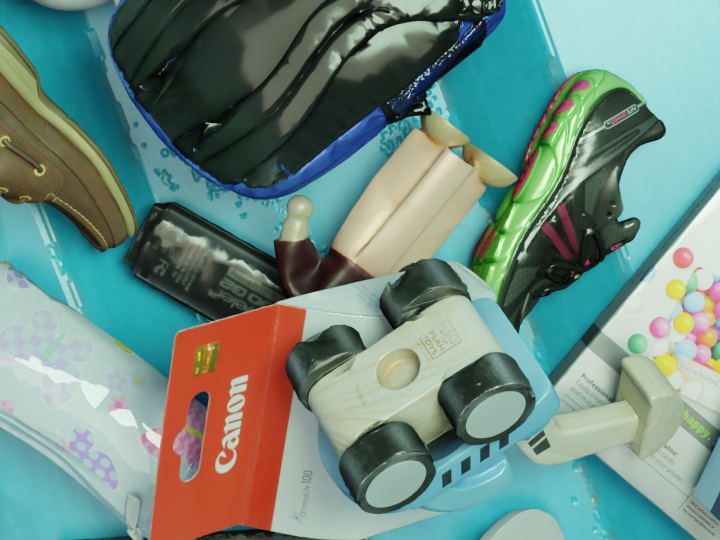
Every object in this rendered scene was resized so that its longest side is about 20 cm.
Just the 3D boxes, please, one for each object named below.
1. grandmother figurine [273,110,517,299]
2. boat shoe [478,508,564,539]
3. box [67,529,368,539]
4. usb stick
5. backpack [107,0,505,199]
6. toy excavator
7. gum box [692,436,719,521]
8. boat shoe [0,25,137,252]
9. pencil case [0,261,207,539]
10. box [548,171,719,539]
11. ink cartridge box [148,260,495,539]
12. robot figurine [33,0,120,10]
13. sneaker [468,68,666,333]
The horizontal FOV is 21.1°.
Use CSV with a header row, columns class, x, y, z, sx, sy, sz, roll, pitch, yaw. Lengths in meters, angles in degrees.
class,x,y,z,sx,sy,sz,roll,pitch,yaw
grandmother figurine,0.000,0.000,1.144,0.121,0.061,0.201,36,90,-12
boat shoe,0.060,0.237,1.198,0.072,0.066,0.201,33,73,-27
box,-0.090,0.234,1.210,0.198,0.040,0.138,-4,96,-1
usb stick,-0.050,0.025,1.191,0.199,0.033,0.056,29,101,-5
backpack,-0.032,-0.133,1.102,0.200,0.168,0.163,-42,83,0
toy excavator,0.078,0.081,1.093,0.194,0.200,0.100,-33,53,0
gum box,0.324,0.098,1.171,0.199,0.045,0.171,20,100,-21
boat shoe,-0.202,-0.075,1.120,0.068,0.072,0.200,-46,134,-11
pencil case,-0.170,0.083,1.169,0.200,0.083,0.091,38,72,-4
box,0.228,0.054,1.197,0.156,0.041,0.200,40,93,-6
ink cartridge box,-0.021,0.089,1.115,0.199,0.047,0.161,-14,128,-35
robot figurine,-0.187,-0.232,1.117,0.200,0.113,0.170,45,64,-6
sneaker,0.122,-0.021,1.169,0.083,0.077,0.201,26,99,-6
